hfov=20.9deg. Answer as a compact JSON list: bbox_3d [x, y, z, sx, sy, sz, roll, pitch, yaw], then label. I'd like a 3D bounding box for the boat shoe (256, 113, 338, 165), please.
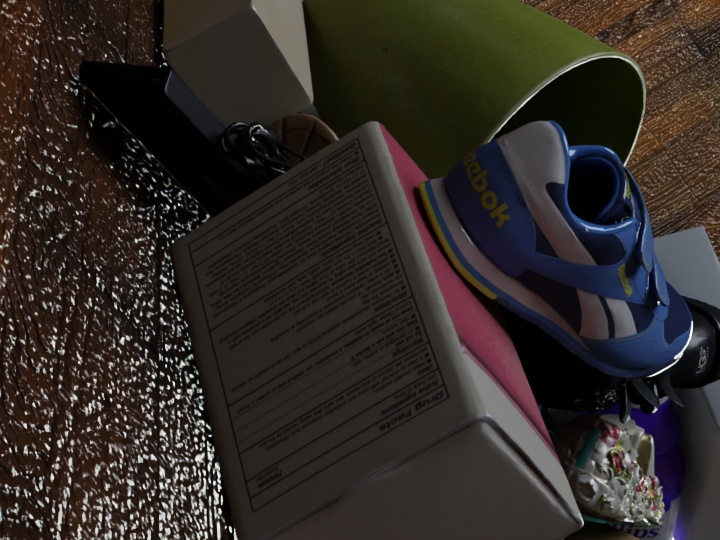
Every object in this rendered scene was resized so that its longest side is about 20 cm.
[{"bbox_3d":[0.000,0.000,1.171,0.201,0.072,0.072,61,6,2],"label":"boat shoe"}]

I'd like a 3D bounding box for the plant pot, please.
[{"bbox_3d":[0.050,-0.114,1.274,0.200,0.187,0.187,41,3,28],"label":"plant pot"}]

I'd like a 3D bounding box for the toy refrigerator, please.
[{"bbox_3d":[-0.081,-0.164,1.229,0.076,0.070,0.200,57,14,-31],"label":"toy refrigerator"}]

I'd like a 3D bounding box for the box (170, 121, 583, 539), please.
[{"bbox_3d":[0.004,0.051,0.923,0.109,0.127,0.201,47,18,-44],"label":"box"}]

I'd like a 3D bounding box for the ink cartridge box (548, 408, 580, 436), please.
[{"bbox_3d":[0.141,0.070,1.438,0.200,0.066,0.116,-123,-160,-51],"label":"ink cartridge box"}]

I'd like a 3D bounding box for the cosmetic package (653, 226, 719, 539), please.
[{"bbox_3d":[0.228,0.088,1.338,0.200,0.051,0.151,88,-16,-59],"label":"cosmetic package"}]

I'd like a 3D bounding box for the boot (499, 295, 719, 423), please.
[{"bbox_3d":[0.108,0.037,1.136,0.162,0.197,0.074,-5,104,-53],"label":"boot"}]

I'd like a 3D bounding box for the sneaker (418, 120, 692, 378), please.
[{"bbox_3d":[0.117,-0.009,0.961,0.200,0.082,0.074,29,27,-45],"label":"sneaker"}]

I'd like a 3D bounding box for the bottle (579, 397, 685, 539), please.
[{"bbox_3d":[0.175,0.138,1.308,0.065,0.083,0.201,-78,173,-49],"label":"bottle"}]

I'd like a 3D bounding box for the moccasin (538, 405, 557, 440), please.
[{"bbox_3d":[0.102,0.113,1.292,0.200,0.080,0.069,38,32,-60],"label":"moccasin"}]

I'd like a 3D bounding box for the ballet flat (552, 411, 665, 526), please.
[{"bbox_3d":[0.153,0.120,1.175,0.075,0.064,0.200,21,-3,13],"label":"ballet flat"}]

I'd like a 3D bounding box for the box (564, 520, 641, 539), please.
[{"bbox_3d":[0.118,0.187,1.134,0.163,0.021,0.200,25,19,-6],"label":"box"}]

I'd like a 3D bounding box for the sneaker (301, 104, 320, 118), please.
[{"bbox_3d":[-0.039,-0.193,1.440,0.118,0.073,0.202,23,48,-60],"label":"sneaker"}]

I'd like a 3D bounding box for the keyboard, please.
[{"bbox_3d":[-0.055,-0.052,1.018,0.104,0.040,0.200,16,-21,41],"label":"keyboard"}]
